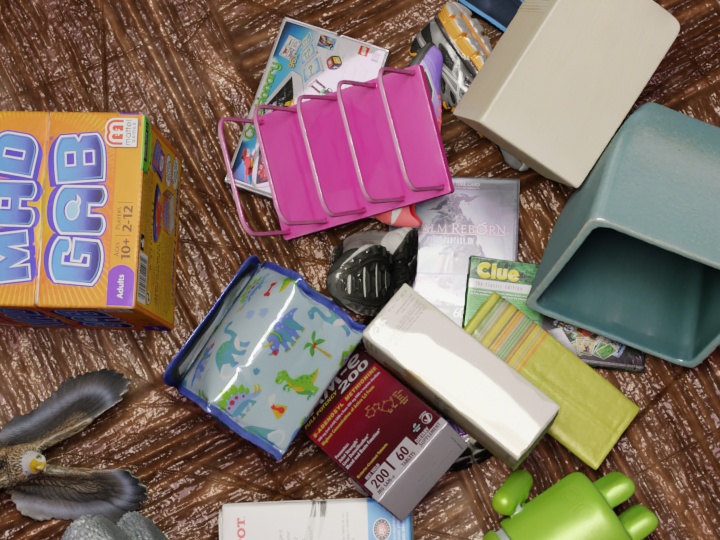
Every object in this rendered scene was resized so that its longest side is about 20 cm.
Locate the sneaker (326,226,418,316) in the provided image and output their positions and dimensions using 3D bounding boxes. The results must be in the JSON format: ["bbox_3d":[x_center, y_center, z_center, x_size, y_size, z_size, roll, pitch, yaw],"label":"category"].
[{"bbox_3d":[0.000,0.000,1.607,0.079,0.200,0.074,4,102,18],"label":"sneaker"}]

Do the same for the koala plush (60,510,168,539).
[{"bbox_3d":[-0.263,0.376,1.581,0.200,0.177,0.184,-46,73,3],"label":"koala plush"}]

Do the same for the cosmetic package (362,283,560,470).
[{"bbox_3d":[0.101,0.109,1.562,0.200,0.105,0.071,39,81,12],"label":"cosmetic package"}]

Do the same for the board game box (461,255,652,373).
[{"bbox_3d":[0.210,0.047,1.667,0.200,0.023,0.105,8,83,-2],"label":"board game box"}]

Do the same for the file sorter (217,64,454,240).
[{"bbox_3d":[-0.029,-0.121,1.605,0.200,0.125,0.139,-15,87,22],"label":"file sorter"}]

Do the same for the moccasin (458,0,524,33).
[{"bbox_3d":[0.197,-0.275,1.701,0.200,0.080,0.068,35,97,8],"label":"moccasin"}]

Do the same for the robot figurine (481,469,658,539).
[{"bbox_3d":[0.205,0.287,1.593,0.200,0.116,0.176,-35,92,-2],"label":"robot figurine"}]

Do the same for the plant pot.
[{"bbox_3d":[0.309,-0.053,1.594,0.196,0.196,0.200,20,60,-5],"label":"plant pot"}]

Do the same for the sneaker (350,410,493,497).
[{"bbox_3d":[0.078,0.171,1.645,0.200,0.081,0.084,-18,67,-2],"label":"sneaker"}]

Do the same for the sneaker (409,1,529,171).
[{"bbox_3d":[0.128,-0.194,1.706,0.077,0.078,0.200,-32,85,28],"label":"sneaker"}]

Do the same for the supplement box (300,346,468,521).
[{"bbox_3d":[0.005,0.156,1.612,0.109,0.061,0.200,-49,49,-5],"label":"supplement box"}]

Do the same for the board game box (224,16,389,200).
[{"bbox_3d":[-0.058,-0.169,1.727,0.126,0.035,0.200,19,83,6],"label":"board game box"}]

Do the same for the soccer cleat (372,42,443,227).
[{"bbox_3d":[0.062,-0.144,1.671,0.073,0.068,0.200,21,97,14],"label":"soccer cleat"}]

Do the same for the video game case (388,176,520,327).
[{"bbox_3d":[0.101,-0.004,1.698,0.143,0.019,0.200,2,82,4],"label":"video game case"}]

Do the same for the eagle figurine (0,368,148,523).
[{"bbox_3d":[-0.340,0.201,1.659,0.200,0.151,0.152,-8,124,-26],"label":"eagle figurine"}]

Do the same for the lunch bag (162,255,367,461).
[{"bbox_3d":[-0.111,0.081,1.619,0.127,0.200,0.170,39,83,-22],"label":"lunch bag"}]

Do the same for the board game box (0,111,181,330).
[{"bbox_3d":[-0.309,-0.048,1.642,0.199,0.200,0.200,1,81,5],"label":"board game box"}]

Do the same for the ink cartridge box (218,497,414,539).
[{"bbox_3d":[-0.043,0.314,1.623,0.200,0.084,0.146,-2,81,4],"label":"ink cartridge box"}]

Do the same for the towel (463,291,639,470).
[{"bbox_3d":[0.192,0.116,1.633,0.200,0.018,0.086,39,77,3],"label":"towel"}]

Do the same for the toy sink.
[{"bbox_3d":[0.211,-0.208,1.604,0.130,0.112,0.200,31,93,-16],"label":"toy sink"}]
